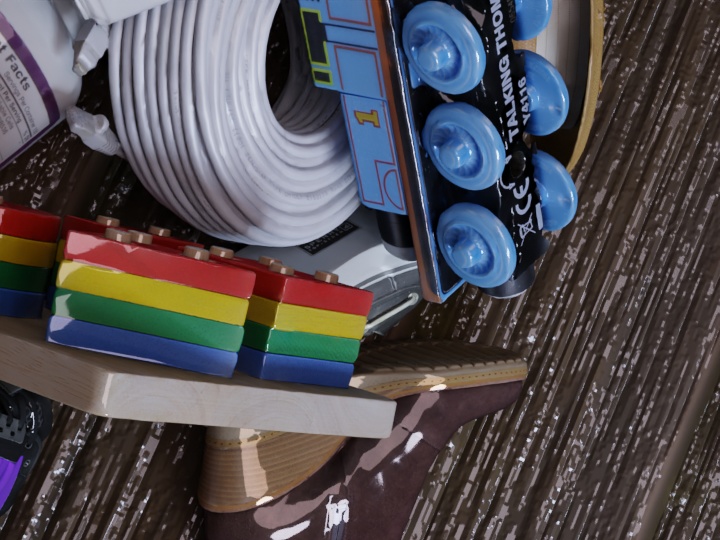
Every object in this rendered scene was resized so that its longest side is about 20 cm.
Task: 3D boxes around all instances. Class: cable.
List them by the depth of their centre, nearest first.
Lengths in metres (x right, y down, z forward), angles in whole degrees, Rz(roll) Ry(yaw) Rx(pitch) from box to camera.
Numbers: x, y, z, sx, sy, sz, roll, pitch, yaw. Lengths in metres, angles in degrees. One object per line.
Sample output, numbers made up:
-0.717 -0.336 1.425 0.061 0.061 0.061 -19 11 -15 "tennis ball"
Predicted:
-0.044 -0.114 0.932 0.200 0.069 0.202 43 65 -51 "cable"

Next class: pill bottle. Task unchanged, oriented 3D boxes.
-0.207 -0.094 0.887 0.200 0.112 0.113 -42 104 -18 "pill bottle"

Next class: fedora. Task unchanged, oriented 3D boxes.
0.074 -0.145 0.975 0.081 0.201 0.203 -3 90 -7 "fedora"

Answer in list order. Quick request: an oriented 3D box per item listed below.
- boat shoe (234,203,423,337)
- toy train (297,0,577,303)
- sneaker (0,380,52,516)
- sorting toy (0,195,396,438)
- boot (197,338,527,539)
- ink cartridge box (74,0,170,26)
0.000 0.000 1.001 0.199 0.071 0.064 -24 131 -29 "boat shoe"
0.039 -0.080 0.903 0.087 0.113 0.202 -39 130 -38 "toy train"
-0.194 0.071 0.859 0.099 0.201 0.070 -35 72 -22 "sneaker"
-0.110 0.014 0.836 0.198 0.199 0.070 11 93 -53 "sorting toy"
0.005 0.131 1.007 0.198 0.072 0.168 -10 105 -23 "boot"
-0.056 -0.209 0.788 0.198 0.085 0.146 -21 141 2 "ink cartridge box"
